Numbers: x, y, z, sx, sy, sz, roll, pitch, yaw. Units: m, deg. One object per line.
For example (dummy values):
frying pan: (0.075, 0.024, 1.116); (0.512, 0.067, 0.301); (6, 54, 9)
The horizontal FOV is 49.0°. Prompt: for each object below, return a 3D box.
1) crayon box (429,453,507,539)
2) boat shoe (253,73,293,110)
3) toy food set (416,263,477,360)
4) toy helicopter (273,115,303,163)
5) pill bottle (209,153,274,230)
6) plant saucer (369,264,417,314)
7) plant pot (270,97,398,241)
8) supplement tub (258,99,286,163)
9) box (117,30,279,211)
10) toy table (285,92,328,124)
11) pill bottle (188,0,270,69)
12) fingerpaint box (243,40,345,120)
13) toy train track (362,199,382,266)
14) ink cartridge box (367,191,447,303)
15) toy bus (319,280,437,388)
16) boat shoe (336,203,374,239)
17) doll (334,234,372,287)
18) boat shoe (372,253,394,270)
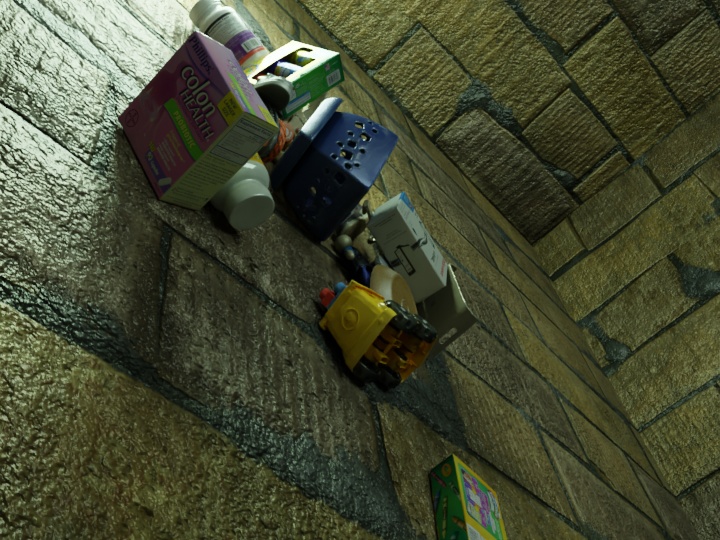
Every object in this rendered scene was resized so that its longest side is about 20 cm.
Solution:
crayon box: (0.177, 0.406, 1.264); (0.119, 0.058, 0.201); (44, 19, -20)
boat shoe: (-0.182, -0.364, 1.595); (0.074, 0.066, 0.201); (28, -9, -18)
toy food set: (0.180, 0.090, 1.762); (0.060, 0.143, 0.201); (38, 21, -30)
toy helicopter: (-0.115, -0.290, 1.784); (0.199, 0.078, 0.134); (-33, 102, -29)
pill bottle: (-0.222, -0.172, 1.353); (0.112, 0.112, 0.202); (22, 32, -55)
plant saucer: (0.076, 0.082, 1.576); (0.201, 0.035, 0.203); (51, 31, -46)
plant pot: (-0.064, -0.220, 1.633); (0.179, 0.200, 0.201); (38, 45, -8)
supplement tub: (-0.241, -0.292, 1.530); (0.199, 0.122, 0.124); (27, 29, -51)
box: (-0.257, -0.231, 1.243); (0.177, 0.199, 0.096); (58, 20, 22)
toy table: (-0.132, -0.372, 1.905); (0.119, 0.181, 0.200); (63, 14, -10)
pill bottle: (-0.315, -0.550, 1.879); (0.201, 0.111, 0.111); (51, 18, 1)
fingerpaint box: (-0.163, -0.436, 1.794); (0.166, 0.199, 0.074); (26, -37, 39)
toy train track: (0.026, -0.072, 1.778); (0.116, 0.032, 0.202); (-85, 164, -46)
ink cartridge box: (0.107, -0.051, 1.720); (0.202, 0.083, 0.146); (57, 17, -12)
toy bus: (0.017, 0.097, 1.412); (0.192, 0.137, 0.199); (42, 9, 33)
boat shoe: (-0.023, -0.112, 1.801); (0.064, 0.072, 0.200); (36, 23, 6)
doll: (0.000, 0.000, 1.648); (0.202, 0.048, 0.136); (61, 8, 33)
boat shoe: (0.069, 0.021, 1.739); (0.199, 0.056, 0.070); (32, 32, -59)
